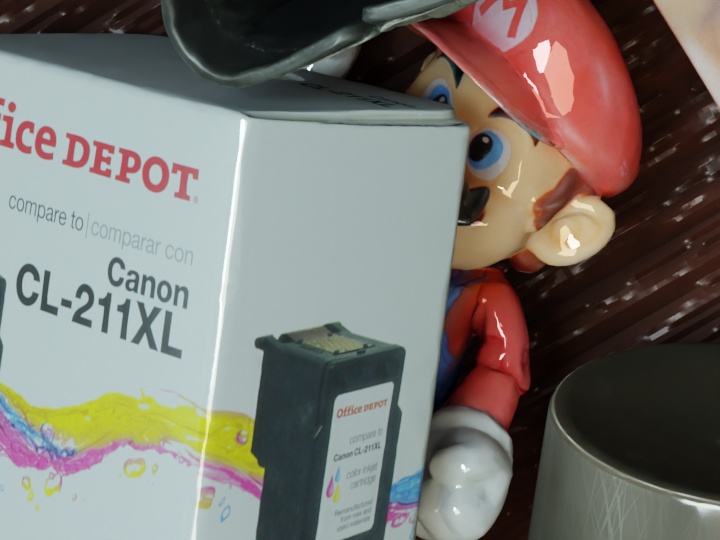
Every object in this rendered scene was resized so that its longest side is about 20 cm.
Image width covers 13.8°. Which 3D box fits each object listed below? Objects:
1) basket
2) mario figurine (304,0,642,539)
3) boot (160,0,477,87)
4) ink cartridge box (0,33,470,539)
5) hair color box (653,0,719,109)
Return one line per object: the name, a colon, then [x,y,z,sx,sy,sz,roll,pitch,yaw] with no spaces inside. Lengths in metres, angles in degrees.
basket: [0.100,0.133,0.850,0.135,0.180,0.201,4,110,1]
mario figurine: [0.000,0.000,0.834,0.123,0.106,0.201,28,110,-10]
boot: [0.055,-0.100,0.724,0.199,0.131,0.068,-23,103,24]
ink cartridge box: [-0.059,0.043,0.800,0.082,0.145,0.201,-1,102,-43]
hair color box: [0.174,-0.039,0.826,0.110,0.064,0.201,-23,111,32]
